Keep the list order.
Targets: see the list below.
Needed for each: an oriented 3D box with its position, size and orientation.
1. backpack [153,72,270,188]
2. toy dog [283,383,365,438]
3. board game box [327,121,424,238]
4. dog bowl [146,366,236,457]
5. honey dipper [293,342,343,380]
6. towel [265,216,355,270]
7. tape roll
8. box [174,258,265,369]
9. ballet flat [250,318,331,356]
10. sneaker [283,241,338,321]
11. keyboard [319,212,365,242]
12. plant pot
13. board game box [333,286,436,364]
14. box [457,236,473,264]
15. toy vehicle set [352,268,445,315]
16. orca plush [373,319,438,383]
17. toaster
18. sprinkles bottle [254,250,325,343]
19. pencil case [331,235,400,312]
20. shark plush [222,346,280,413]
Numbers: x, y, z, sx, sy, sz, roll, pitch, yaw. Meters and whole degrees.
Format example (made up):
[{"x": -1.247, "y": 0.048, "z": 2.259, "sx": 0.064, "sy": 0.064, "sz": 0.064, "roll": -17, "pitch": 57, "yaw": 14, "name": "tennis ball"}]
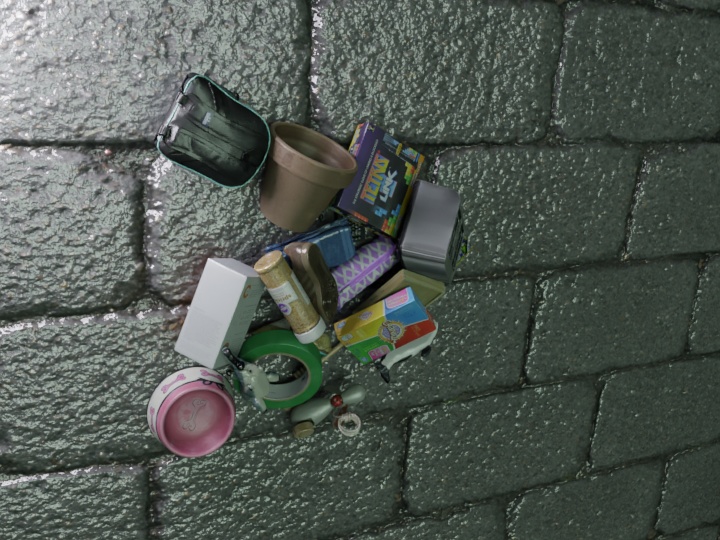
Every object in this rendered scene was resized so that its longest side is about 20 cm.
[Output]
[{"x": -0.278, "y": -0.262, "z": 1.381, "sx": 0.198, "sy": 0.153, "sz": 0.178, "roll": 27, "pitch": 95, "yaw": -20, "name": "backpack"}, {"x": -0.085, "y": 0.331, "z": 1.689, "sx": 0.196, "sy": 0.097, "sz": 0.134, "roll": 0, "pitch": 67, "yaw": 4, "name": "toy dog"}, {"x": 0.037, "y": -0.197, "z": 1.581, "sx": 0.164, "sy": 0.056, "sz": 0.203, "roll": 25, "pitch": 80, "yaw": -29, "name": "board game box"}, {"x": -0.362, "y": 0.317, "z": 1.567, "sx": 0.197, "sy": 0.074, "sz": 0.204, "roll": -8, "pitch": 110, "yaw": -24, "name": "dog bowl"}, {"x": -0.071, "y": 0.196, "z": 1.692, "sx": 0.199, "sy": 0.038, "sz": 0.038, "roll": -37, "pitch": 118, "yaw": -13, "name": "honey dipper"}, {"x": -0.109, "y": -0.038, "z": 1.577, "sx": 0.197, "sy": 0.049, "sz": 0.113, "roll": -24, "pitch": 138, "yaw": -12, "name": "towel"}, {"x": -0.183, "y": 0.221, "z": 1.589, "sx": 0.196, "sy": 0.049, "sz": 0.203, "roll": -3, "pitch": 127, "yaw": -4, "name": "tape roll"}, {"x": -0.286, "y": 0.086, "z": 1.485, "sx": 0.096, "sy": 0.124, "sz": 0.203, "roll": 24, "pitch": 96, "yaw": 12, "name": "box"}, {"x": -0.154, "y": 0.143, "z": 1.624, "sx": 0.197, "sy": 0.071, "sz": 0.072, "roll": 17, "pitch": 98, "yaw": -27, "name": "ballet flat"}, {"x": -0.105, "y": 0.020, "z": 1.534, "sx": 0.071, "sy": 0.074, "sz": 0.203, "roll": -50, "pitch": 137, "yaw": -41, "name": "sneaker"}, {"x": -0.043, "y": -0.157, "z": 1.604, "sx": 0.125, "sy": 0.021, "sz": 0.204, "roll": -9, "pitch": 109, "yaw": -23, "name": "keyboard"}, {"x": -0.126, "y": -0.180, "z": 1.475, "sx": 0.197, "sy": 0.201, "sz": 0.176, "roll": 15, "pitch": 116, "yaw": -28, "name": "plant pot"}, {"x": 0.058, "y": 0.130, "z": 1.649, "sx": 0.198, "sy": 0.041, "sz": 0.153, "roll": -27, "pitch": 141, "yaw": 11, "name": "board game box"}, {"x": 0.175, "y": -0.013, "z": 1.729, "sx": 0.200, "sy": 0.064, "sz": 0.070, "roll": -48, "pitch": 120, "yaw": -6, "name": "box"}, {"x": 0.087, "y": 0.074, "z": 1.662, "sx": 0.123, "sy": 0.027, "sz": 0.200, "roll": 19, "pitch": 138, "yaw": -32, "name": "toy vehicle set"}, {"x": 0.115, "y": 0.200, "z": 1.761, "sx": 0.201, "sy": 0.104, "sz": 0.072, "roll": -53, "pitch": 164, "yaw": -29, "name": "orca plush"}, {"x": 0.158, "y": -0.076, "z": 1.601, "sx": 0.181, "sy": 0.117, "sz": 0.203, "roll": 56, "pitch": 49, "yaw": -67, "name": "toaster"}, {"x": -0.145, "y": 0.057, "z": 1.492, "sx": 0.068, "sy": 0.068, "sz": 0.202, "roll": -35, "pitch": 116, "yaw": -12, "name": "sprinkles bottle"}, {"x": 0.000, "y": 0.000, "z": 1.636, "sx": 0.199, "sy": 0.085, "sz": 0.084, "roll": -40, "pitch": 98, "yaw": -12, "name": "pencil case"}, {"x": -0.246, "y": 0.230, "z": 1.495, "sx": 0.200, "sy": 0.082, "sz": 0.092, "roll": 53, "pitch": 49, "yaw": -59, "name": "shark plush"}]
